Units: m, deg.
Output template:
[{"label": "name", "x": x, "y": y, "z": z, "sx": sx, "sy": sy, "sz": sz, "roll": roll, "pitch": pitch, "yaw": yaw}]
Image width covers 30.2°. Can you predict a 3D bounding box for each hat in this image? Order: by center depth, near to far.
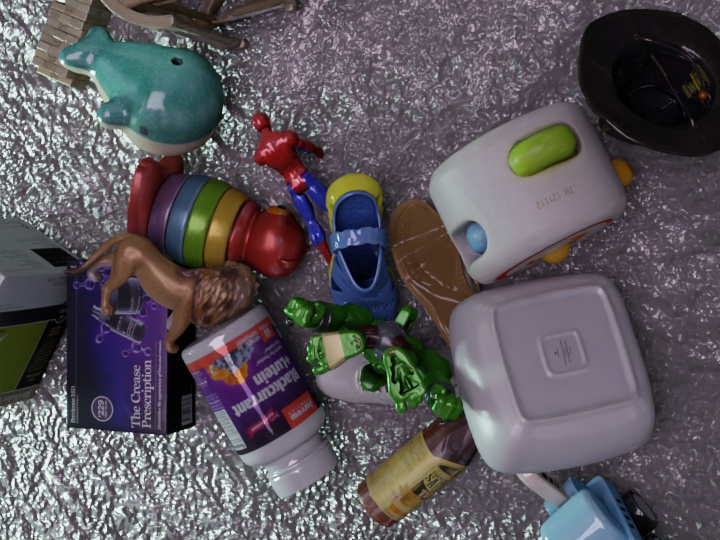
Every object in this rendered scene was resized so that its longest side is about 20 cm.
[{"label": "hat", "x": 0.294, "y": -0.175, "z": 1.363, "sx": 0.201, "sy": 0.200, "sz": 0.081, "roll": 50, "pitch": 147, "yaw": 11}]

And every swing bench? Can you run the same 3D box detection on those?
[{"label": "swing bench", "x": -0.162, "y": -0.327, "z": 1.474, "sx": 0.199, "sy": 0.199, "sz": 0.131, "roll": -34, "pitch": 82, "yaw": 18}]

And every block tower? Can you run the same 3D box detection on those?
[{"label": "block tower", "x": -0.333, "y": -0.324, "z": 1.612, "sx": 0.057, "sy": 0.054, "sz": 0.202, "roll": 23, "pitch": 100, "yaw": 16}]

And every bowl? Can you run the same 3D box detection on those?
[{"label": "bowl", "x": 0.200, "y": 0.097, "z": 1.367, "sx": 0.197, "sy": 0.075, "sz": 0.202, "roll": -10, "pitch": 70, "yaw": -9}]

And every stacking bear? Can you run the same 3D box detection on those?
[{"label": "stacking bear", "x": -0.157, "y": -0.051, "z": 1.537, "sx": 0.198, "sy": 0.121, "sz": 0.115, "roll": 18, "pitch": 105, "yaw": 10}]

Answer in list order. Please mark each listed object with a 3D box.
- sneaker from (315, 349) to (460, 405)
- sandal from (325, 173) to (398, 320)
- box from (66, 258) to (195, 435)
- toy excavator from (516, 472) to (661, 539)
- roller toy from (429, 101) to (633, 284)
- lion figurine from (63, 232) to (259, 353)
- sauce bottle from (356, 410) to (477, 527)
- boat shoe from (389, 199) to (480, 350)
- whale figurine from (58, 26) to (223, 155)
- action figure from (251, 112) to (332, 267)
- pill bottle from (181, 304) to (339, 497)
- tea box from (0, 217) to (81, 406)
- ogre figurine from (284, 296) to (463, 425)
[{"label": "sneaker", "x": 0.037, "y": 0.116, "z": 1.488, "sx": 0.198, "sy": 0.080, "sz": 0.071, "roll": -2, "pitch": 93, "yaw": 21}, {"label": "sandal", "x": 0.000, "y": 0.000, "z": 1.458, "sx": 0.078, "sy": 0.087, "sz": 0.202, "roll": -11, "pitch": 124, "yaw": 2}, {"label": "box", "x": -0.275, "y": 0.088, "z": 1.598, "sx": 0.139, "sy": 0.079, "sz": 0.203, "roll": 1, "pitch": 93, "yaw": 22}, {"label": "toy excavator", "x": 0.216, "y": 0.244, "z": 1.391, "sx": 0.100, "sy": 0.195, "sz": 0.199, "roll": -43, "pitch": 123, "yaw": 16}, {"label": "roller toy", "x": 0.176, "y": -0.073, "z": 1.376, "sx": 0.181, "sy": 0.199, "sz": 0.141, "roll": -30, "pitch": 82, "yaw": 28}, {"label": "lion figurine", "x": -0.221, "y": 0.009, "z": 1.486, "sx": 0.199, "sy": 0.073, "sz": 0.123, "roll": 28, "pitch": 119, "yaw": -13}, {"label": "sauce bottle", "x": 0.085, "y": 0.204, "z": 1.481, "sx": 0.200, "sy": 0.066, "sz": 0.066, "roll": -42, "pitch": 79, "yaw": 18}, {"label": "boat shoe", "x": 0.091, "y": 0.019, "z": 1.468, "sx": 0.073, "sy": 0.069, "sz": 0.202, "roll": -26, "pitch": 75, "yaw": 3}, {"label": "whale figurine", "x": -0.248, "y": -0.223, "z": 1.533, "sx": 0.199, "sy": 0.159, "sz": 0.104, "roll": 36, "pitch": 140, "yaw": 9}, {"label": "action figure", "x": -0.061, "y": -0.100, "z": 1.528, "sx": 0.065, "sy": 0.099, "sz": 0.201, "roll": -30, "pitch": 105, "yaw": 15}, {"label": "pill bottle", "x": -0.108, "y": 0.151, "z": 1.516, "sx": 0.111, "sy": 0.111, "sz": 0.201, "roll": -29, "pitch": 94, "yaw": 18}, {"label": "tea box", "x": -0.454, "y": 0.053, "z": 1.594, "sx": 0.133, "sy": 0.200, "sz": 0.198, "roll": 31, "pitch": 101, "yaw": 15}, {"label": "ogre figurine", "x": 0.026, "y": 0.085, "z": 1.386, "sx": 0.198, "sy": 0.120, "sz": 0.099, "roll": 12, "pitch": 99, "yaw": 16}]
